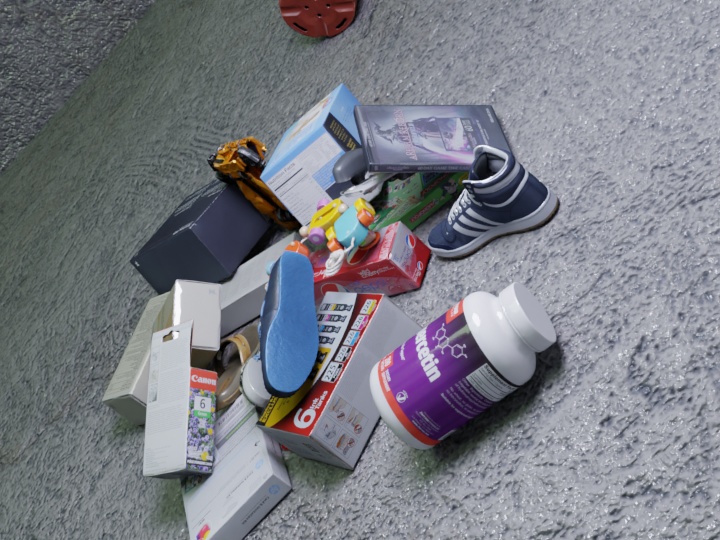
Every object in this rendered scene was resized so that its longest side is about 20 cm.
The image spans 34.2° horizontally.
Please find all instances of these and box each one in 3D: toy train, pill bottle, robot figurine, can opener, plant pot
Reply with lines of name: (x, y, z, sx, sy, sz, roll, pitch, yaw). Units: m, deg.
toy train: (-0.044, -0.025, 1.562, 0.199, 0.055, 0.152, -4, 54, 58)
pill bottle: (0.112, 0.101, 1.278, 0.199, 0.112, 0.113, -38, 31, 21)
robot figurine: (-0.146, -0.138, 1.826, 0.144, 0.200, 0.059, -4, 52, 51)
can opener: (0.046, -0.156, 1.574, 0.199, 0.068, 0.053, -34, 18, -31)
plant pot: (-0.077, -0.571, 2.259, 0.199, 0.200, 0.198, -27, 45, 35)

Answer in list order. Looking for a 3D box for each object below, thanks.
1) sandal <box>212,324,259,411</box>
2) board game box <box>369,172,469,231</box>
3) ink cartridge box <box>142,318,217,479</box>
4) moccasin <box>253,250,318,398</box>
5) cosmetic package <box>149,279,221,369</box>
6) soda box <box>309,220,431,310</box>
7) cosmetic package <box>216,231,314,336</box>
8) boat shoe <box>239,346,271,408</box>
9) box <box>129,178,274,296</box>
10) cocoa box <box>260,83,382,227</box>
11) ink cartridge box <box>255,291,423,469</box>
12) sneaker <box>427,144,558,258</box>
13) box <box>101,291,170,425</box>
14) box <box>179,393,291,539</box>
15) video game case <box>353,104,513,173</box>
sandal: (-0.187, 0.131, 1.695, 0.080, 0.054, 0.201, -34, 16, 29)
board game box: (0.078, -0.119, 1.667, 0.199, 0.029, 0.136, -38, 32, 22)
ink cartridge box: (-0.245, 0.178, 1.603, 0.108, 0.050, 0.204, -18, 65, 46)
moccasin: (-0.090, 0.074, 1.457, 0.068, 0.079, 0.202, -47, 28, 48)
cosmetic package: (-0.264, 0.098, 1.750, 0.200, 0.070, 0.107, 130, 143, -60)
soda box: (0.000, 0.000, 1.595, 0.198, 0.070, 0.064, -18, 41, 45)
cosmetic package: (-0.160, 0.025, 1.811, 0.199, 0.051, 0.083, -29, 33, 34)
boat shoe: (-0.130, 0.148, 1.588, 0.064, 0.070, 0.200, -51, 5, 16)
box: (-0.253, -0.060, 1.934, 0.199, 0.104, 0.183, -22, 24, 48)
cocoa box: (-0.046, -0.164, 1.737, 0.133, 0.131, 0.201, -37, 16, 22)
ink cartridge box: (-0.039, 0.134, 1.483, 0.174, 0.084, 0.202, -1, 56, 55)
sneaker: (0.139, -0.087, 1.461, 0.198, 0.108, 0.071, -20, 39, 42)
box: (-0.328, 0.140, 1.886, 0.094, 0.078, 0.202, -16, 44, 46)
box: (-0.172, 0.271, 1.556, 0.156, 0.041, 0.201, -46, 28, 10)
video game case: (0.097, -0.178, 1.565, 0.144, 0.196, 0.019, -103, 16, -49)
